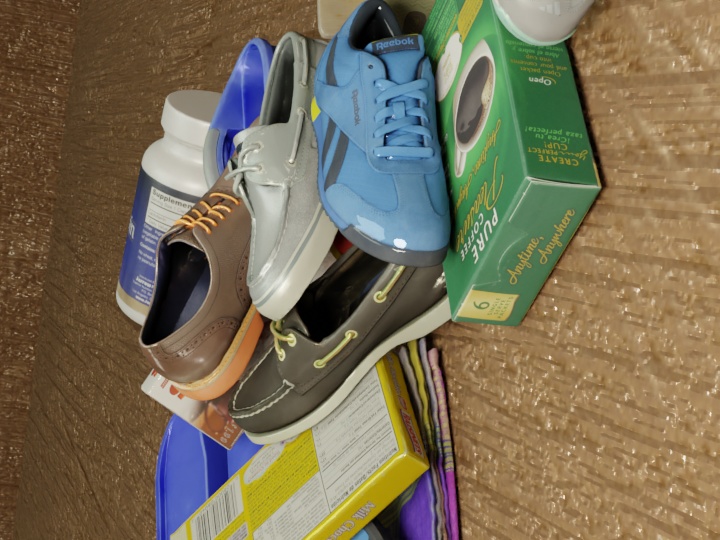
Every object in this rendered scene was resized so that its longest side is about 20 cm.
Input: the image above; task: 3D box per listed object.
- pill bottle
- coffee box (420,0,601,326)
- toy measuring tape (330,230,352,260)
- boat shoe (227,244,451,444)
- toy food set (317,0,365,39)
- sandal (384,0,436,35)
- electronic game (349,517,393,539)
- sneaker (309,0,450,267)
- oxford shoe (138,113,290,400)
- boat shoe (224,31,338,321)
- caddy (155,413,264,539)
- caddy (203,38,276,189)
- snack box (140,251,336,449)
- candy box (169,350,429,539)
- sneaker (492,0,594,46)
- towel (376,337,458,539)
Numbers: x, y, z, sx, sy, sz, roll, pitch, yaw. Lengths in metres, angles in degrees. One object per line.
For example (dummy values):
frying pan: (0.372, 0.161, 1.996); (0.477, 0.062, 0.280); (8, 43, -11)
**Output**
pill bottle: (-0.146, -0.052, 1.448); (0.116, 0.115, 0.201); (-120, 41, -62)
coffee box: (0.074, -0.083, 0.886); (0.123, 0.044, 0.201); (114, 156, -47)
toy measuring tape: (0.000, 0.000, 1.032); (0.074, 0.073, 0.201); (-111, 36, -56)
boat shoe: (-0.016, 0.031, 0.967); (0.201, 0.060, 0.072); (-40, 33, 26)
toy food set: (0.006, -0.277, 1.145); (0.200, 0.060, 0.145); (129, 144, -58)
sandal: (0.040, -0.192, 0.989); (0.057, 0.079, 0.203); (-149, 58, -76)
electronic game: (-0.041, 0.234, 0.962); (0.200, 0.041, 0.201); (-31, 46, 39)
sneaker: (0.013, -0.082, 0.901); (0.201, 0.065, 0.079); (-104, 27, -51)
oxford shoe: (-0.082, -0.022, 1.022); (0.071, 0.073, 0.201); (4, 66, 32)
boat shoe: (-0.049, -0.063, 0.991); (0.070, 0.071, 0.202); (-40, 30, 48)
caddy: (-0.066, 0.164, 1.141); (0.141, 0.105, 0.201); (-37, 44, 34)
caddy: (-0.064, -0.073, 1.184); (0.142, 0.104, 0.201); (121, 150, -50)
snack box: (-0.060, 0.017, 1.083); (0.201, 0.072, 0.024); (-55, 21, -5)
candy box: (-0.042, 0.142, 0.983); (0.200, 0.026, 0.103); (-44, 35, 20)
sneaker: (0.118, -0.188, 0.735); (0.140, 0.077, 0.201); (-122, 42, -64)
towel: (0.024, 0.157, 0.989); (0.144, 0.023, 0.201); (122, 150, -52)
